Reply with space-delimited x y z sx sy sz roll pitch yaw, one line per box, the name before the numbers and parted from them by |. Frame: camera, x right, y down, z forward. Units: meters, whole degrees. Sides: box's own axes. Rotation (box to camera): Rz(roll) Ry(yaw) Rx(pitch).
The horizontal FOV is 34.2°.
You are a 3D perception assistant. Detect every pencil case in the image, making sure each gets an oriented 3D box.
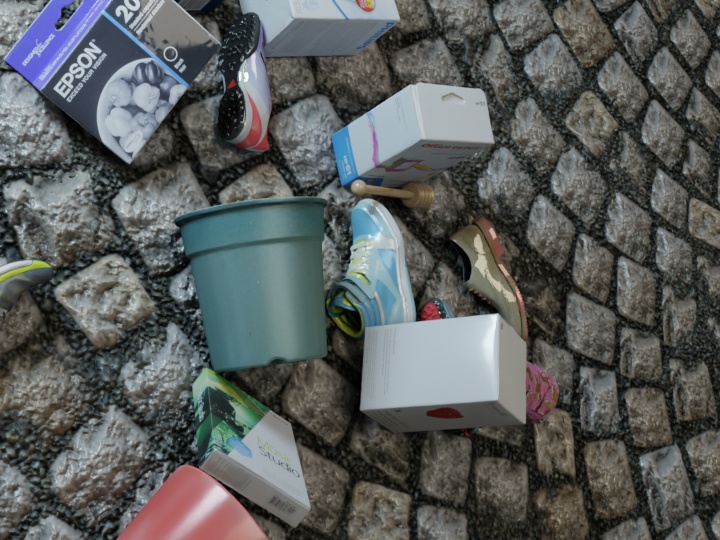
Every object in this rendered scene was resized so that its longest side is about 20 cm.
pencil case | 0.228 0.169 1.705 0.084 0.086 0.200 -64 150 -3

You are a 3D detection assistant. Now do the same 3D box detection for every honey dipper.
honey dipper | 0.043 -0.114 1.703 0.199 0.038 0.039 1 72 -56

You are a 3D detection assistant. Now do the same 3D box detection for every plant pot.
plant pot | -0.125 0.022 1.477 0.198 0.199 0.200 -5 84 -38
plant pot | -0.204 0.350 1.303 0.177 0.200 0.202 -40 99 -28

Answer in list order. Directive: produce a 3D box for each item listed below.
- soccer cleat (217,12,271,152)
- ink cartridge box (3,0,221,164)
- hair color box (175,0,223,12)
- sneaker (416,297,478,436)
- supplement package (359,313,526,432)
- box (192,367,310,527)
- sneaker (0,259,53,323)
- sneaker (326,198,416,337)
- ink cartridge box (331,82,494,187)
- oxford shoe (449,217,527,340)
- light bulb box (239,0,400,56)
soccer cleat | -0.155 -0.262 1.634 0.073 0.067 0.204 26 58 -48
ink cartridge box | -0.309 -0.275 1.472 0.199 0.043 0.199 39 85 -19
hair color box | -0.259 -0.462 1.618 0.099 0.060 0.203 -9 80 -39
sneaker | 0.137 0.137 1.715 0.095 0.078 0.203 -14 89 -54
supplement package | 0.113 0.142 1.581 0.121 0.197 0.122 40 48 -55
box | -0.135 0.210 1.413 0.144 0.200 0.036 37 100 -22
sneaker | -0.427 0.052 1.312 0.199 0.073 0.082 -34 102 -32
sneaker | 0.000 0.000 1.643 0.129 0.079 0.203 -9 79 -40
ink cartridge box | 0.074 -0.190 1.687 0.143 0.199 0.086 -3 75 -37
oxford shoe | 0.196 0.025 1.805 0.073 0.071 0.203 -24 90 -15
light bulb box | -0.072 -0.428 1.709 0.198 0.124 0.202 -9 80 -38
